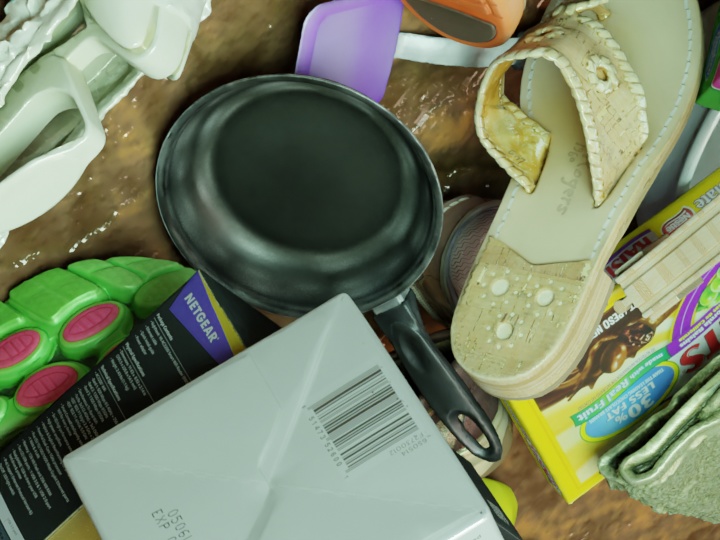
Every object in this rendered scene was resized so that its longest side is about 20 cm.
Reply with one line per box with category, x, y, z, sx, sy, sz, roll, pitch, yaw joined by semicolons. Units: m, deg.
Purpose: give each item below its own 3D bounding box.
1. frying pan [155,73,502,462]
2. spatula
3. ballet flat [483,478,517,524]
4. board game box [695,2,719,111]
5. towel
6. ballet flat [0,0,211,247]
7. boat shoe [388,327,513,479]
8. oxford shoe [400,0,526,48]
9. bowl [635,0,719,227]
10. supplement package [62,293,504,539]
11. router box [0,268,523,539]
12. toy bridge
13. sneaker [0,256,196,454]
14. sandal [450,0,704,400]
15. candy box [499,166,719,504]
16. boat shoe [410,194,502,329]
frying pan;0.008;-0.012;1.085;0.190;0.031;0.115;32;125;-12
spatula;0.049;-0.091;1.134;0.200;0.021;0.057;-7;122;-36
ballet flat;0.006;0.134;1.235;0.200;0.067;0.067;1;117;-39
board game box;0.186;-0.151;1.023;0.040;0.200;0.153;17;76;-4
towel;0.186;0.057;1.186;0.148;0.036;0.200;-40;161;11
ballet flat;-0.101;-0.072;0.997;0.200;0.072;0.072;-49;138;1
boat shoe;-0.034;0.081;1.145;0.200;0.072;0.072;-22;135;-3
oxford shoe;0.022;-0.174;1.030;0.073;0.071;0.200;-57;144;-22
bowl;0.191;-0.064;1.216;0.201;0.090;0.201;-20;131;-25
supplement package;-0.001;0.130;0.992;0.120;0.121;0.200;-31;138;-4
router box;-0.052;0.106;1.068;0.157;0.052;0.200;-43;137;9
toy bridge;0.168;-0.041;1.030;0.200;0.027;0.067;-41;174;29
sneaker;-0.131;0.068;1.080;0.200;0.077;0.084;-37;144;4
sandal;0.078;-0.058;1.071;0.070;0.078;0.212;49;53;-52
candy box;0.147;0.008;1.150;0.200;0.026;0.102;-36;140;-4
boat shoe;0.085;0.024;1.214;0.076;0.072;0.200;-55;133;-12
